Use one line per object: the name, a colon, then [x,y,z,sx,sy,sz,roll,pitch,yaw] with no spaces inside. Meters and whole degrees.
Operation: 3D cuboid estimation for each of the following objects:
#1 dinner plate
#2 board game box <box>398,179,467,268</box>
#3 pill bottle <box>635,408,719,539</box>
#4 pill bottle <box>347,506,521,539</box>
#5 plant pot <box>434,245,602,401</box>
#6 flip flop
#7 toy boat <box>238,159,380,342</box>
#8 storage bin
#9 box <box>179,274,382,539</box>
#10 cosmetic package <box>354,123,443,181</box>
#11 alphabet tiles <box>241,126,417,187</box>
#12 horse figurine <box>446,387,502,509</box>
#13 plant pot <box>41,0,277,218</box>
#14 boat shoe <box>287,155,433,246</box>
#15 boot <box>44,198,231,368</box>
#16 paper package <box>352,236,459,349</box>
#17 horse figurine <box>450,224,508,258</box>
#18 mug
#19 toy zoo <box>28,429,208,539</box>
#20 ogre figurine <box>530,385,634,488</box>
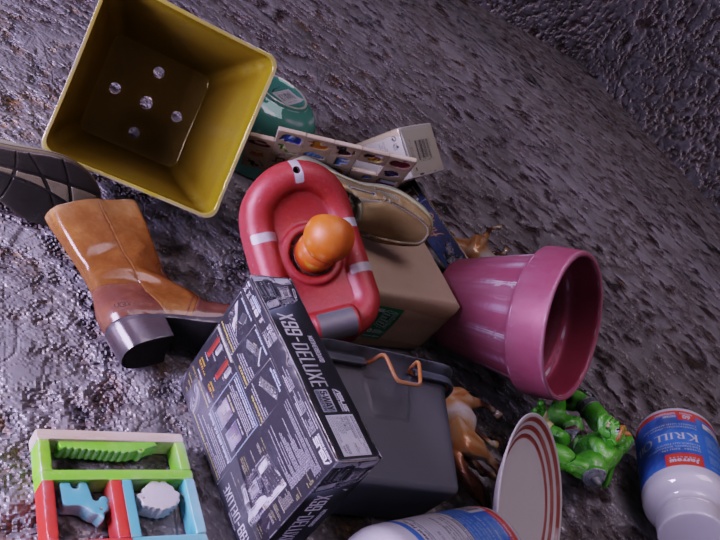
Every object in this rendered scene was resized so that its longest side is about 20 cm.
dinner plate: [0.175,0.253,0.827,0.200,0.024,0.201,6,83,-59]
board game box: [0.121,-0.049,1.172,0.200,0.035,0.136,53,9,-26]
pill bottle: [0.438,0.288,1.056,0.112,0.112,0.200,35,29,-5]
pill bottle: [0.048,0.273,0.676,0.200,0.112,0.112,5,43,-42]
plant pot: [0.203,0.060,1.043,0.179,0.201,0.200,10,13,35]
flip flop: [-0.368,-0.102,0.802,0.199,0.081,0.058,13,23,-27]
toy boat: [-0.046,-0.024,0.808,0.130,0.131,0.201,-13,78,-25]
storage bin: [0.011,0.164,0.777,0.200,0.146,0.135,16,46,-33]
box: [-0.081,0.130,0.691,0.050,0.158,0.200,6,41,-42]
cosmetic package: [0.005,-0.144,1.117,0.103,0.199,0.073,-24,99,-57]
alphabet tiles: [-0.047,-0.129,0.969,0.199,0.167,0.008,12,75,-10]
horse figurine: [0.125,0.194,0.918,0.132,0.050,0.200,36,25,-20]
plant pot: [-0.245,-0.199,0.927,0.200,0.201,0.176,22,2,-24]
boat shoe: [-0.004,-0.070,0.930,0.199,0.072,0.076,18,21,-11]
boot: [-0.212,0.006,0.828,0.188,0.069,0.200,-11,53,-39]
paper package: [0.000,0.000,1.014,0.200,0.104,0.191,12,38,-39]
horse figurine: [0.223,-0.006,1.307,0.132,0.050,0.200,-10,59,-37]
mug: [-0.147,-0.233,1.167,0.152,0.115,0.185,15,37,-33]
toy zoo: [-0.180,0.213,0.605,0.131,0.020,0.200,12,38,-37]
ogre figurine: [0.291,0.221,1.035,0.120,0.098,0.200,32,9,27]
